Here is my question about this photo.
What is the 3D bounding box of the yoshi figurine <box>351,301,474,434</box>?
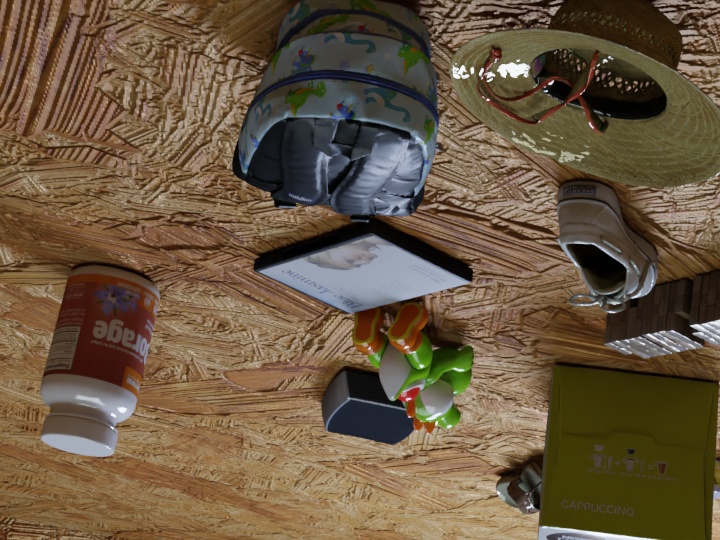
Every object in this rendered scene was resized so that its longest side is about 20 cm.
[{"bbox_3d":[0.071,0.101,1.630,0.112,0.113,0.200,-33,134,0],"label":"yoshi figurine"}]

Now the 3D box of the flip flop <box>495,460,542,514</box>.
[{"bbox_3d":[0.249,0.339,2.124,0.081,0.058,0.200,50,157,-1],"label":"flip flop"}]

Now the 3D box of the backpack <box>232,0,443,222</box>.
[{"bbox_3d":[-0.013,-0.117,1.043,0.162,0.155,0.200,12,180,-1],"label":"backpack"}]

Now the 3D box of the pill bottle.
[{"bbox_3d":[-0.303,0.105,1.614,0.111,0.201,0.112,8,159,3],"label":"pill bottle"}]

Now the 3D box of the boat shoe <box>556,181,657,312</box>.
[{"bbox_3d":[0.225,0.001,1.281,0.074,0.087,0.202,0,156,23],"label":"boat shoe"}]

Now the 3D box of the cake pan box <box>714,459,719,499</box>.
[{"bbox_3d":[0.405,0.300,2.005,0.183,0.053,0.200,13,158,-2],"label":"cake pan box"}]

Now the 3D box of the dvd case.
[{"bbox_3d":[0.000,0.000,1.470,0.142,0.018,0.199,24,155,-34],"label":"dvd case"}]

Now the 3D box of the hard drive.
[{"bbox_3d":[0.017,0.190,1.904,0.134,0.043,0.200,13,158,-6],"label":"hard drive"}]

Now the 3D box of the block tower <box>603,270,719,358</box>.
[{"bbox_3d":[0.333,0.041,1.380,0.054,0.058,0.199,24,156,-33],"label":"block tower"}]

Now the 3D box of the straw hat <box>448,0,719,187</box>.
[{"bbox_3d":[0.167,-0.143,0.952,0.200,0.086,0.201,21,161,8],"label":"straw hat"}]

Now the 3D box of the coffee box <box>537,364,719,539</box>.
[{"bbox_3d":[0.320,0.248,1.702,0.198,0.201,0.198,6,158,8],"label":"coffee box"}]
